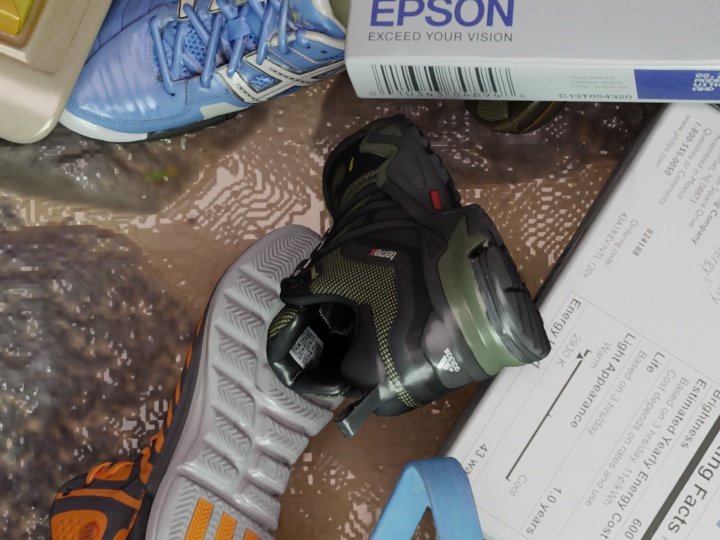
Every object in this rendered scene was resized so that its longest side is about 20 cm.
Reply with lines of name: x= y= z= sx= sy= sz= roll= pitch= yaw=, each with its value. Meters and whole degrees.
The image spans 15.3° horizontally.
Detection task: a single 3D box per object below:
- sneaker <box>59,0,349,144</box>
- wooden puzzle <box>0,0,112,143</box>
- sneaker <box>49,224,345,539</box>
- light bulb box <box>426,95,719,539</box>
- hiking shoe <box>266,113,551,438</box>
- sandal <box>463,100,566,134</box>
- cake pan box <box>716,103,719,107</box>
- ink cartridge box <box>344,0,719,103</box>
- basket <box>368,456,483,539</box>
sneaker: x=-0.042 y=-0.110 z=1.140 sx=0.200 sy=0.077 sz=0.076 roll=-21 pitch=87 yaw=-1
wooden puzzle: x=-0.180 y=-0.174 z=1.134 sx=0.185 sy=0.037 sz=0.200 roll=22 pitch=69 yaw=-4
sneaker: x=-0.074 y=0.071 z=1.128 sx=0.078 sy=0.112 sz=0.200 roll=41 pitch=51 yaw=-23
light bulb box: x=0.156 y=0.065 z=1.103 sx=0.200 sy=0.125 sz=0.198 roll=33 pitch=86 yaw=2
hiking shoe: x=0.000 y=0.000 z=1.075 sx=0.101 sy=0.200 sz=0.076 roll=-28 pitch=112 yaw=-4
sandal: x=0.122 y=-0.136 z=1.147 sx=0.055 sy=0.082 sz=0.200 roll=27 pitch=102 yaw=-40
cake pan box: x=0.258 y=-0.124 z=1.138 sx=0.184 sy=0.052 sz=0.200 roll=16 pitch=92 yaw=-6
ink cartridge box: x=0.100 y=-0.164 z=1.077 sx=0.196 sy=0.043 sz=0.200 roll=1 pitch=70 yaw=12
basket: x=0.022 y=0.184 z=1.023 sx=0.139 sy=0.200 sz=0.177 roll=-4 pitch=65 yaw=-14
